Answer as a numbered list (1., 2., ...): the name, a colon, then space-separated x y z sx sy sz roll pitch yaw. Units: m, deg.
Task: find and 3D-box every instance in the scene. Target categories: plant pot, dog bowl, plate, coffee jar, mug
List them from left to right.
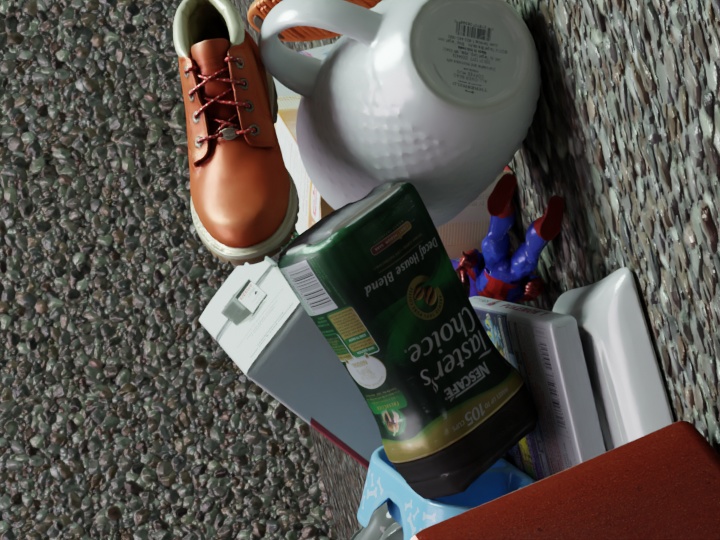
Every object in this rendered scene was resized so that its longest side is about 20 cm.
1. mug: 0.024 -0.130 1.509 0.175 0.199 0.148 136 155 -66
2. coffee jar: 0.035 0.049 1.473 0.085 0.104 0.201 -18 106 52
3. dog bowl: 0.068 0.165 1.552 0.200 0.111 0.050 -151 60 -68
4. plate: 0.172 0.106 1.480 0.200 0.032 0.201 141 114 -81
5. plant pot: 0.164 0.239 1.260 0.176 0.199 0.201 41 146 56

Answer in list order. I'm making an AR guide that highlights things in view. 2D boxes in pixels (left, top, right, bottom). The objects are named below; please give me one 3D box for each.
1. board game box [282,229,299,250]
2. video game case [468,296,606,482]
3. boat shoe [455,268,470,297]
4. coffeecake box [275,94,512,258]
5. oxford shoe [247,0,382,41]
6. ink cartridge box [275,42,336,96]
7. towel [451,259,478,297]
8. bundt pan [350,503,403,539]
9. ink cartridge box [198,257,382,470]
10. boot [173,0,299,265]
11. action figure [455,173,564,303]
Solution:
1. board game box: 0.000 0.000 1.769 0.024 0.199 0.105 -57 6 14
2. video game case: 0.129 0.122 1.529 0.182 0.023 0.201 -168 62 -72
3. boat shoe: 0.057 0.065 1.609 0.201 0.063 0.074 -93 -11 -59
4. coffeecake box: 0.018 -0.077 1.739 0.200 0.152 0.074 -121 31 -63
5. oxford shoe: 0.002 -0.231 1.591 0.071 0.199 0.073 38 -144 -41
6. ink cartridge box: -0.038 -0.115 1.920 0.085 0.199 0.145 84 168 -50
7. towel: 0.107 0.047 1.849 0.144 0.023 0.201 -128 25 -72
8. bundt pan: 0.094 0.215 1.678 0.202 0.201 0.076 -113 33 -46
9. ink cartridge box: -0.037 0.071 1.770 0.147 0.083 0.200 39 179 -18
10. boot: -0.093 -0.099 1.492 0.107 0.075 0.201 72 -175 -51
11. action figure: 0.107 -0.006 1.612 0.200 0.065 0.052 97 -166 -70
